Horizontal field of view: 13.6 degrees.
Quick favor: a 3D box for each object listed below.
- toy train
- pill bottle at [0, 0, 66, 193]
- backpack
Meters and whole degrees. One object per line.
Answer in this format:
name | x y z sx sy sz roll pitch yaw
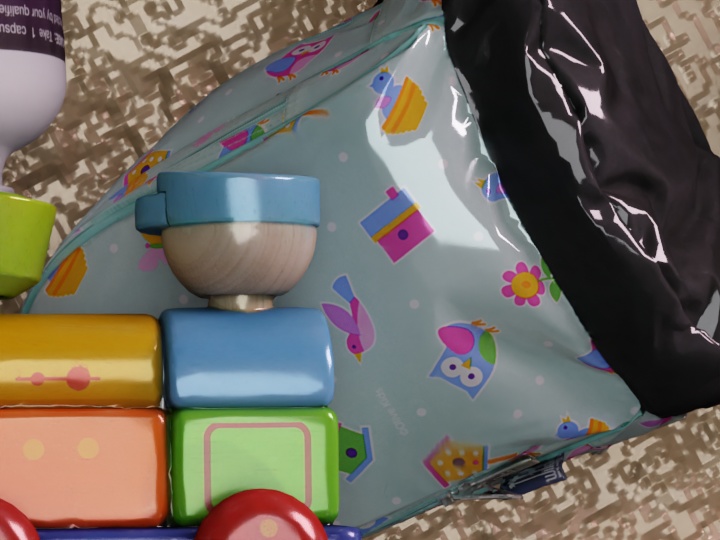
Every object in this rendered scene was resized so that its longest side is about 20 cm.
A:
toy train | -0.101 0.032 0.751 0.199 0.085 0.116 0 85 -10
pill bottle | -0.144 -0.101 0.869 0.112 0.112 0.201 -4 86 -10
backpack | 0.000 0.000 0.854 0.199 0.127 0.168 -26 93 22
